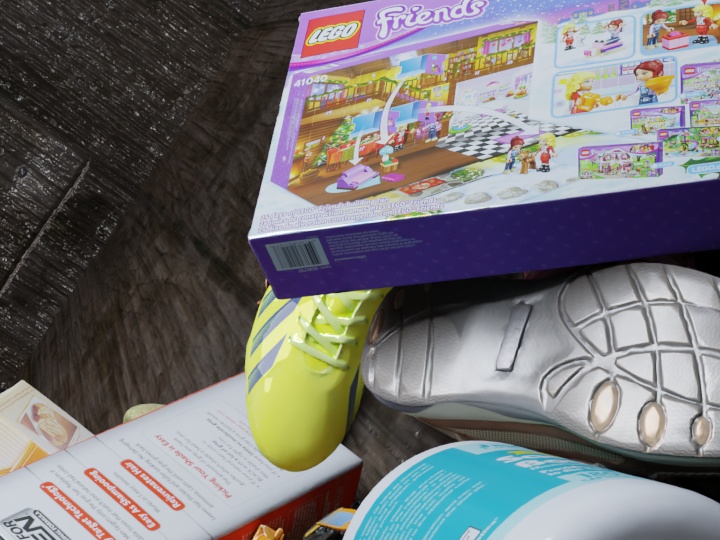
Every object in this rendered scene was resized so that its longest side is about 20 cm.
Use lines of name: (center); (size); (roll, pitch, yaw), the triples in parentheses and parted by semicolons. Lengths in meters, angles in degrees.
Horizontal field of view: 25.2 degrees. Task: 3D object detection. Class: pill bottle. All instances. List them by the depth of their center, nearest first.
pill bottle: (0.055, 0.118, 0.549); (0.111, 0.110, 0.200); (-58, 15, -10)

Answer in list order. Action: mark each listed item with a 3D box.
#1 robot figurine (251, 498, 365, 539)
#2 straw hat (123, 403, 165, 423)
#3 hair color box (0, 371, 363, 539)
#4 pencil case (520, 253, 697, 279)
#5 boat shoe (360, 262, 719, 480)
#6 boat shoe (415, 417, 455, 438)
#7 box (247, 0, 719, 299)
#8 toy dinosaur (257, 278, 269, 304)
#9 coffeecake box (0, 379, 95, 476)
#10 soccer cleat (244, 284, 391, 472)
robot figurine: (-0.025, 0.167, 0.748); (0.146, 0.058, 0.200); (-60, 15, -13)
straw hat: (-0.124, 0.130, 1.058); (0.201, 0.084, 0.203); (-161, 90, -86)
hair color box: (-0.103, 0.131, 0.847); (0.199, 0.101, 0.062); (-20, -46, -43)
pencil case: (0.100, -0.037, 0.742); (0.086, 0.083, 0.201); (-10, 41, 7)
boat shoe: (0.094, 0.043, 0.611); (0.199, 0.072, 0.076); (9, 67, 41)
boat shoe: (0.043, 0.046, 0.829); (0.061, 0.072, 0.202); (-61, 10, 0)
box: (0.063, -0.060, 0.635); (0.198, 0.039, 0.138); (-6, 46, 18)
toy dinosaur: (-0.002, -0.014, 0.977); (0.200, 0.135, 0.102); (-51, 16, 16)
coffeecake box: (-0.171, 0.190, 0.939); (0.154, 0.199, 0.073); (-53, 0, 10)
soccer cleat: (-0.001, -0.001, 0.769); (0.202, 0.064, 0.084); (-66, 13, -11)
